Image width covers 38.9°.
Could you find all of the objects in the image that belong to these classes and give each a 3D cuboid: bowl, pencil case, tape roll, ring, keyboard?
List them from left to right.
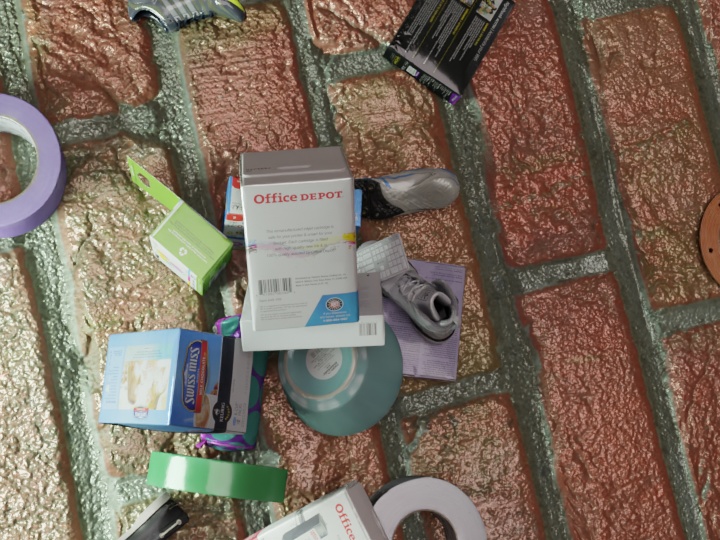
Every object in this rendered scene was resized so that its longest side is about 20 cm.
[{"bbox_3d":[-0.544,-0.155,1.523,0.196,0.085,0.204,2,80,-9],"label":"tape roll"},{"bbox_3d":[-0.203,0.294,1.452,0.197,0.200,0.049,10,78,-9],"label":"tape roll"},{"bbox_3d":[-0.189,0.170,1.535,0.091,0.085,0.204,10,78,-25],"label":"pencil case"},{"bbox_3d":[-0.045,0.140,1.517,0.197,0.105,0.205,-5,76,19],"label":"bowl"},{"bbox_3d":[0.000,0.000,1.555,0.011,0.199,0.057,-3,75,-43],"label":"keyboard"},{"bbox_3d":[0.092,0.417,1.557,0.196,0.066,0.204,2,80,-11],"label":"tape roll"},{"bbox_3d":[0.676,-0.049,1.768,0.197,0.019,0.204,2,80,-11],"label":"ring"}]

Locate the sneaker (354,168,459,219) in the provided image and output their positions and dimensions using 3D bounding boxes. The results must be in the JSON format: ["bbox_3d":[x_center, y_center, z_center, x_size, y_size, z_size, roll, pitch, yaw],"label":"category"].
[{"bbox_3d":[0.062,-0.127,1.650,0.196,0.073,0.073,-4,109,1],"label":"sneaker"}]

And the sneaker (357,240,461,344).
[{"bbox_3d":[0.078,0.024,1.543,0.075,0.115,0.200,-44,89,-14],"label":"sneaker"}]

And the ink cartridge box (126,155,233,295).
[{"bbox_3d":[-0.289,-0.063,1.524,0.199,0.148,0.076,39,77,-1],"label":"ink cartridge box"}]

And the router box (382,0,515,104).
[{"bbox_3d":[0.149,-0.404,1.710,0.148,0.051,0.202,33,77,-6],"label":"router box"}]

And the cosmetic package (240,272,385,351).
[{"bbox_3d":[-0.065,0.056,1.445,0.196,0.151,0.053,-2,115,0],"label":"cosmetic package"}]

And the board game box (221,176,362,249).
[{"bbox_3d":[-0.109,-0.076,1.531,0.192,0.200,0.057,5,76,-9],"label":"board game box"}]

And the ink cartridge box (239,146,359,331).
[{"bbox_3d":[-0.082,-0.046,1.363,0.144,0.146,0.203,-4,113,-5],"label":"ink cartridge box"}]

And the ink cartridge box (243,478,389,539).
[{"bbox_3d":[-0.062,0.417,1.480,0.198,0.085,0.147,-29,83,8],"label":"ink cartridge box"}]

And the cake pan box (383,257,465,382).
[{"bbox_3d":[0.063,0.075,1.617,0.196,0.052,0.188,6,78,-10],"label":"cake pan box"}]

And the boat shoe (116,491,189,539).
[{"bbox_3d":[-0.334,0.412,1.477,0.060,0.074,0.200,44,68,4],"label":"boat shoe"}]

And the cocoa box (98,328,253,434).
[{"bbox_3d":[-0.263,0.160,1.446,0.130,0.198,0.136,15,75,-40],"label":"cocoa box"}]

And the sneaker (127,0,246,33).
[{"bbox_3d":[-0.280,-0.416,1.630,0.196,0.074,0.082,10,85,-1],"label":"sneaker"}]
